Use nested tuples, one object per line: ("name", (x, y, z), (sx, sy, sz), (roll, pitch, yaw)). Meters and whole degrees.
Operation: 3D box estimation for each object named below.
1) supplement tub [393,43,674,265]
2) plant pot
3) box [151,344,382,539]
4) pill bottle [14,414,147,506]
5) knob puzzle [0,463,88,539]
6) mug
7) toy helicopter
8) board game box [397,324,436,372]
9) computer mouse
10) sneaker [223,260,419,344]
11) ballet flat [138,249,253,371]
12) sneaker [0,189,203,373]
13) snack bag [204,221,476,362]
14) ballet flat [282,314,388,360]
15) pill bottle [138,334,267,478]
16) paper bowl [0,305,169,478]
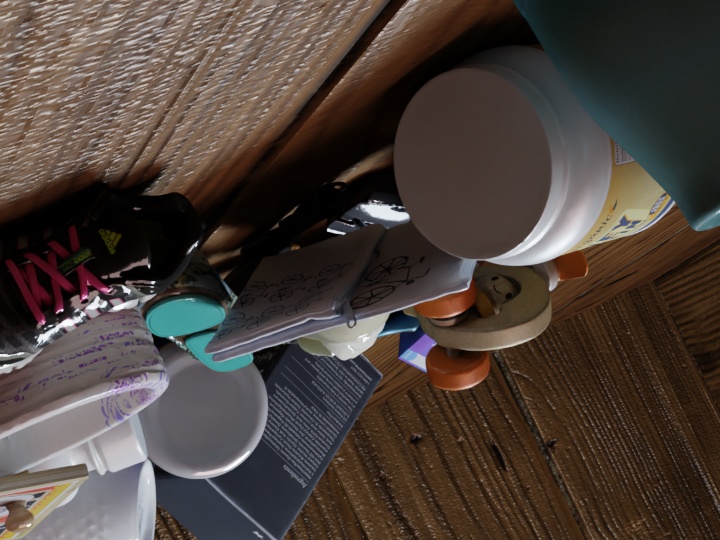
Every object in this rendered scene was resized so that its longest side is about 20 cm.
("supplement tub", (0.126, -0.082, 1.092), (0.144, 0.146, 0.199), (-33, 169, 37))
("plant pot", (0.194, -0.132, 0.854), (0.198, 0.190, 0.200), (-25, 171, -4))
("box", (-0.099, 0.149, 1.530), (0.148, 0.107, 0.201), (-14, -142, 54))
("pill bottle", (-0.266, 0.130, 1.201), (0.198, 0.116, 0.114), (-18, 171, -5))
("knob puzzle", (-0.296, 0.182, 1.070), (0.217, 0.031, 0.220), (-16, 165, -4))
("mug", (-0.270, 0.191, 1.422), (0.173, 0.201, 0.149), (0, 130, 3))
("toy helicopter", (0.088, -0.001, 1.199), (0.131, 0.080, 0.200), (-17, -151, -7))
("board game box", (0.108, -0.017, 1.392), (0.044, 0.136, 0.200), (26, 135, -21))
("computer mouse", (-0.003, -0.034, 1.313), (0.140, 0.046, 0.199), (-34, 169, 38))
("sneaker", (-0.034, 0.027, 1.358), (0.198, 0.074, 0.082), (-8, -158, -36))
("ballet flat", (-0.126, 0.021, 1.201), (0.074, 0.075, 0.200), (-26, 161, -2))
("sneaker", (-0.167, -0.003, 0.943), (0.087, 0.074, 0.199), (-34, 173, 42))
("snack bag", (0.000, 0.000, 1.148), (0.198, 0.022, 0.189), (-16, -164, 17))
("ballet flat", (-0.021, 0.036, 1.230), (0.069, 0.070, 0.199), (-21, -169, -27))
("pill bottle", (-0.153, 0.109, 1.383), (0.115, 0.117, 0.200), (-24, -173, -14))
("paper bowl", (-0.234, 0.070, 1.053), (0.199, 0.105, 0.201), (-26, 172, -4))
